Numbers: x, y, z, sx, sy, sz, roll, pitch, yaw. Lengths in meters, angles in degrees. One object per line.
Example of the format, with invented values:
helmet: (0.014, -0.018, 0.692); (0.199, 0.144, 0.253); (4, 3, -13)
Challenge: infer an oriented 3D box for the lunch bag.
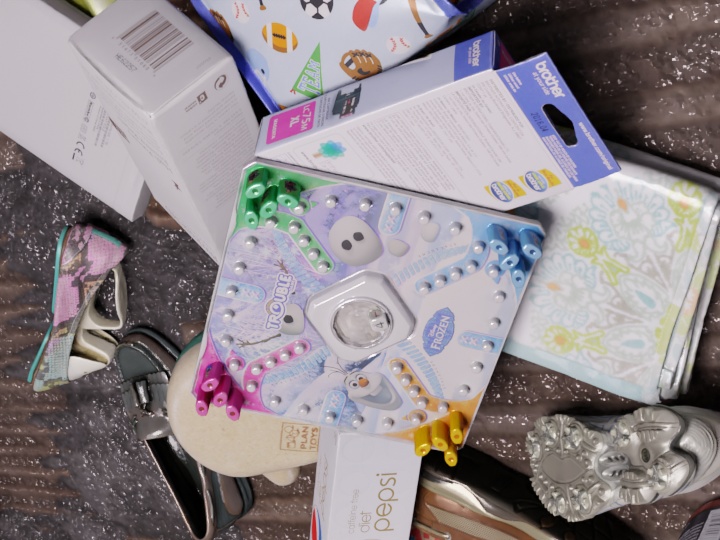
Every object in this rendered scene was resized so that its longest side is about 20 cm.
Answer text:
lunch bag: (-0.029, -0.212, 0.859); (0.170, 0.124, 0.200); (-31, 94, 39)

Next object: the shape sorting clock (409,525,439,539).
shape sorting clock: (0.071, 0.282, 1.144); (0.200, 0.039, 0.200); (15, 124, 24)

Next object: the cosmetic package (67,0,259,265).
cosmetic package: (-0.120, -0.094, 0.944); (0.102, 0.074, 0.200); (43, 164, 29)

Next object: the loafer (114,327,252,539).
loafer: (-0.162, 0.147, 1.190); (0.072, 0.063, 0.200); (-18, 107, 37)

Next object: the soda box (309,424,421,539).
soda box: (0.001, 0.181, 1.051); (0.068, 0.064, 0.200); (-1, 123, -12)

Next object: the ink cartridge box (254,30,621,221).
ink cartridge box: (0.049, -0.078, 0.847); (0.200, 0.042, 0.119); (-15, 138, 28)

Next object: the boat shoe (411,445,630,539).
boat shoe: (0.120, 0.203, 1.040); (0.200, 0.076, 0.074); (26, 113, 27)

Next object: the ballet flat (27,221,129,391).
ballet flat: (-0.243, 0.044, 1.185); (0.071, 0.069, 0.200); (20, 128, -4)

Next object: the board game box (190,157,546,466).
board game box: (0.000, 0.036, 0.899); (0.199, 0.026, 0.200); (12, 124, -8)

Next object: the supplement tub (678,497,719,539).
supplement tub: (0.244, 0.250, 0.914); (0.107, 0.200, 0.107); (15, 124, 23)

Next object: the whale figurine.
whale figurine: (-0.054, 0.100, 1.092); (0.199, 0.104, 0.159); (6, 123, 0)

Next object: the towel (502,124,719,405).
towel: (0.144, -0.012, 0.922); (0.200, 0.048, 0.172); (20, 123, 20)

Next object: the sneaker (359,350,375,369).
sneaker: (0.000, 0.000, 0.970); (0.075, 0.115, 0.200); (7, 120, 27)

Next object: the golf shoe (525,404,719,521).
golf shoe: (0.196, 0.134, 0.958); (0.200, 0.097, 0.079); (-17, 78, 63)

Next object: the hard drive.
hard drive: (-0.235, -0.143, 1.047); (0.200, 0.027, 0.132); (34, 129, 10)

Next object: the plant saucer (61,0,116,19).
plant saucer: (-0.251, -0.183, 1.071); (0.200, 0.031, 0.200); (15, 125, 23)
